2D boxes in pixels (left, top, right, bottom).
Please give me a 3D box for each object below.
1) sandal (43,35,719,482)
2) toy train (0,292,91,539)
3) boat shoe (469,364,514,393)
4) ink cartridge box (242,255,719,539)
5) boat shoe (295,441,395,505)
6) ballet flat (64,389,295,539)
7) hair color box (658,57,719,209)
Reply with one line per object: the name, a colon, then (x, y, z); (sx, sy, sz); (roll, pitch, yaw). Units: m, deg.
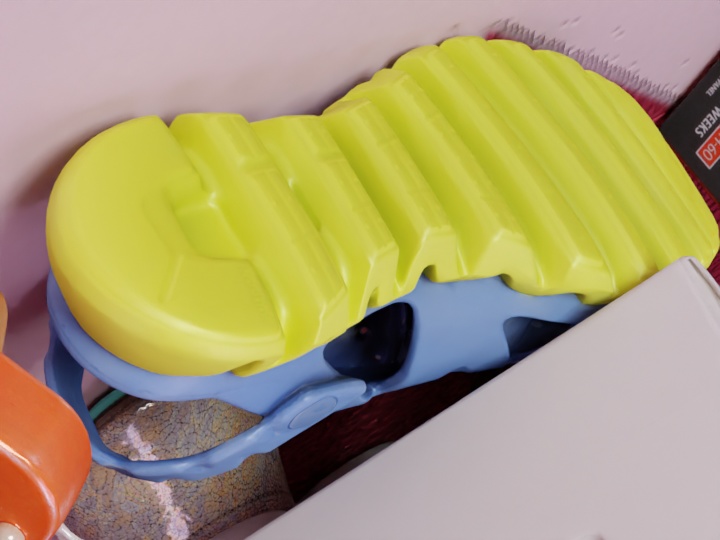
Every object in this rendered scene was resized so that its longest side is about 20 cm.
sandal: (0.000, 0.000, 0.627); (0.200, 0.080, 0.087); (-8, 148, -37)
toy train: (-0.092, 0.072, 0.597); (0.200, 0.150, 0.056); (-50, -170, 45)
boat shoe: (0.076, 0.021, 0.791); (0.068, 0.072, 0.200); (-39, 165, -11)
ink cartridge box: (0.075, 0.108, 0.660); (0.145, 0.084, 0.200); (-33, 137, 7)
boat shoe: (-0.003, 0.132, 0.894); (0.074, 0.060, 0.200); (-26, 156, -30)
ballet flat: (-0.041, 0.093, 0.750); (0.068, 0.067, 0.200); (-32, 158, -15)
hair color box: (0.184, -0.003, 0.726); (0.061, 0.200, 0.102); (-10, 145, -50)
